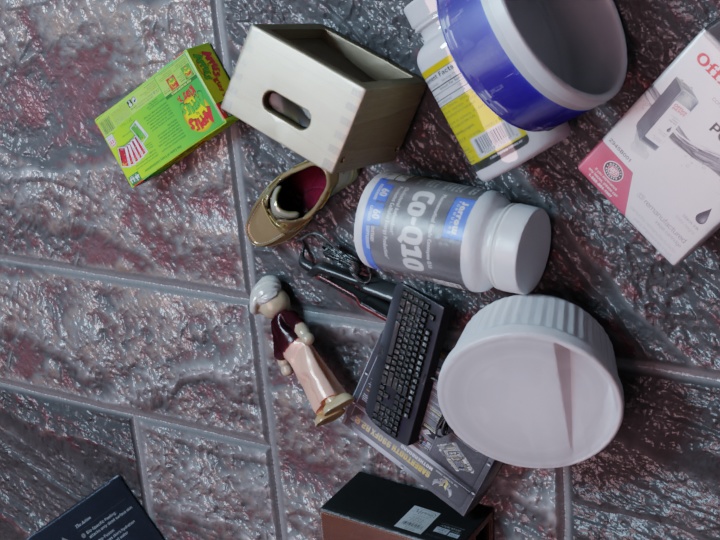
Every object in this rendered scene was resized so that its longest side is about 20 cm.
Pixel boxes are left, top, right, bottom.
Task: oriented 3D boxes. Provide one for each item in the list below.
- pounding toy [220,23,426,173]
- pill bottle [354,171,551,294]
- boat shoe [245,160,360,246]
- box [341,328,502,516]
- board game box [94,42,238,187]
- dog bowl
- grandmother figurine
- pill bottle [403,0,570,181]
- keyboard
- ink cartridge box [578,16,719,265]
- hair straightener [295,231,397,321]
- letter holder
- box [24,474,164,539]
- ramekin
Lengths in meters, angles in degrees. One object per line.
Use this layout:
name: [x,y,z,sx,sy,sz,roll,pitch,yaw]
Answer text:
pounding toy: [-0.057,-0.189,1.481,0.199,0.184,0.143,31,112,20]
pill bottle: [0.103,-0.040,1.462,0.199,0.114,0.115,13,116,30]
boat shoe: [-0.086,-0.087,1.601,0.074,0.066,0.200,52,129,4]
box: [0.088,0.179,1.608,0.199,0.048,0.159,35,126,19]
board game box: [-0.243,-0.195,1.676,0.199,0.048,0.102,-28,93,39]
dog bowl: [0.167,-0.240,1.277,0.079,0.200,0.201,-26,94,41]
grandmother figurine: [-0.081,0.097,1.664,0.201,0.060,0.121,60,141,16]
pill bottle: [0.127,-0.204,1.376,0.111,0.111,0.201,-26,94,39]
keyboard: [0.072,0.123,1.552,0.127,0.021,0.201,26,122,24]
ink cartridge box: [0.334,-0.126,1.286,0.146,0.085,0.200,46,126,9]
hair straightener: [0.000,0.000,1.605,0.199,0.041,0.077,31,124,26]
letter holder: [0.060,0.362,1.675,0.199,0.100,0.143,11,117,30]
box: [-0.395,0.449,1.963,0.117,0.196,0.201,-38,86,40]
ramekin: [0.191,0.116,1.447,0.201,0.094,0.203,8,129,10]
